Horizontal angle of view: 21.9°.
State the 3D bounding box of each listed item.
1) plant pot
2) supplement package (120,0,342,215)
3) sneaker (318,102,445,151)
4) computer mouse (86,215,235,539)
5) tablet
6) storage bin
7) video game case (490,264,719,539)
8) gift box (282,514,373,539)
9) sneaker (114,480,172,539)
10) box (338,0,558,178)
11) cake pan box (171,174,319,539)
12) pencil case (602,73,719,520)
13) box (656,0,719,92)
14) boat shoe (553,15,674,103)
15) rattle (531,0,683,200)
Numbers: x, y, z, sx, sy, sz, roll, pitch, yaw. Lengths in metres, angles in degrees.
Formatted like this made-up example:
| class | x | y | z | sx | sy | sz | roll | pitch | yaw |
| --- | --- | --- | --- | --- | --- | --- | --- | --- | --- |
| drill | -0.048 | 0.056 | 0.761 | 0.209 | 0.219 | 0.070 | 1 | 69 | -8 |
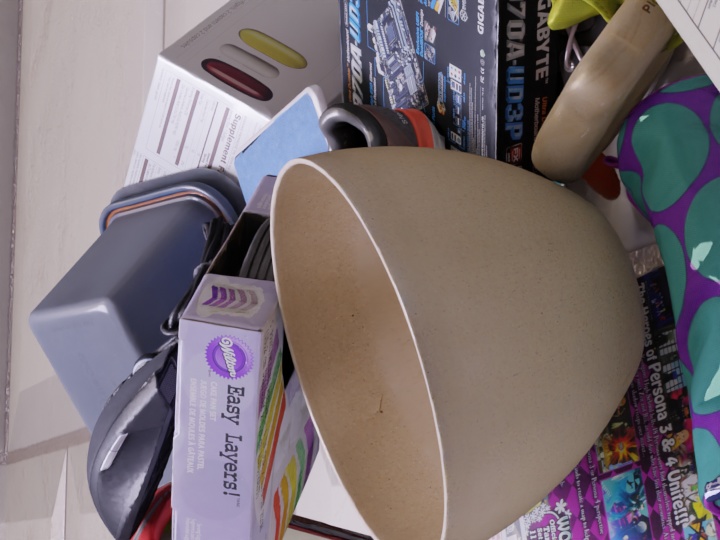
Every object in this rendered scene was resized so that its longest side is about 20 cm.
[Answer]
| class | x | y | z | sx | sy | sz | roll | pitch | yaw |
| --- | --- | --- | --- | --- | --- | --- | --- | --- | --- |
| plant pot | 0.056 | 0.027 | 0.888 | 0.200 | 0.134 | 0.201 | 164 | 90 | -72 |
| supplement package | -0.060 | -0.107 | 1.304 | 0.200 | 0.111 | 0.156 | -48 | -16 | -48 |
| sneaker | 0.000 | 0.000 | 1.019 | 0.077 | 0.082 | 0.201 | -24 | 61 | 42 |
| computer mouse | -0.119 | 0.057 | 1.109 | 0.141 | 0.046 | 0.201 | -67 | -1 | -54 |
| tablet | -0.022 | 0.000 | 1.132 | 0.130 | 0.014 | 0.201 | -33 | 73 | 59 |
| storage bin | -0.114 | 0.056 | 1.221 | 0.145 | 0.134 | 0.201 | -11 | 115 | 37 |
| video game case | 0.109 | 0.121 | 0.943 | 0.181 | 0.036 | 0.201 | -28 | 57 | 37 |
| gift box | -0.024 | 0.262 | 1.197 | 0.184 | 0.199 | 0.188 | 179 | 109 | -73 |
| sneaker | -0.122 | 0.213 | 1.116 | 0.085 | 0.077 | 0.201 | -38 | 40 | 47 |
| box | 0.047 | -0.116 | 1.068 | 0.159 | 0.046 | 0.201 | 39 | 141 | 45 |
| cake pan box | -0.060 | 0.065 | 1.053 | 0.184 | 0.052 | 0.201 | -69 | -15 | -62 |
| pencil case | 0.170 | 0.014 | 0.822 | 0.092 | 0.085 | 0.201 | -32 | 52 | 34 |
| box | 0.186 | -0.165 | 0.770 | 0.200 | 0.108 | 0.128 | -111 | 30 | -48 |
| boat shoe | 0.112 | -0.114 | 1.047 | 0.200 | 0.057 | 0.067 | 152 | 120 | -67 |
| rattle | 0.089 | -0.107 | 0.937 | 0.200 | 0.142 | 0.131 | 104 | -174 | -77 |
